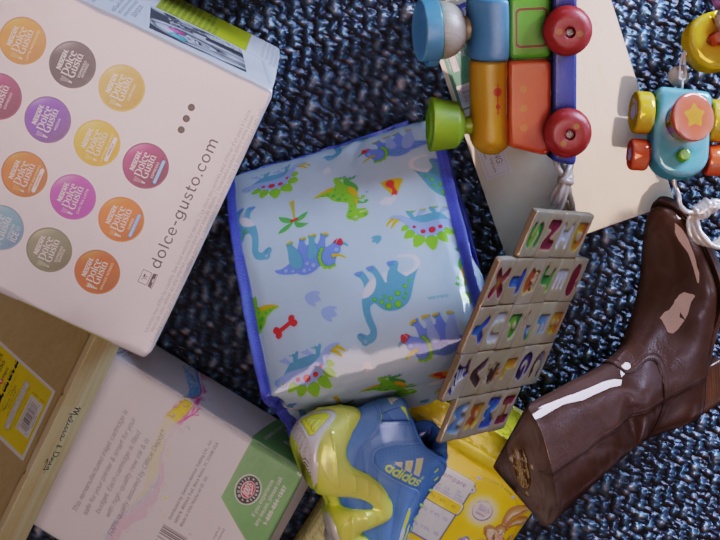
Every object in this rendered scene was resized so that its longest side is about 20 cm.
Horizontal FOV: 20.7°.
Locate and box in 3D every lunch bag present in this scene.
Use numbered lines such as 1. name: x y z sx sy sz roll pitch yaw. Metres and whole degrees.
1. lunch bag: 0.000 0.000 1.401 0.169 0.128 0.201 -16 67 4

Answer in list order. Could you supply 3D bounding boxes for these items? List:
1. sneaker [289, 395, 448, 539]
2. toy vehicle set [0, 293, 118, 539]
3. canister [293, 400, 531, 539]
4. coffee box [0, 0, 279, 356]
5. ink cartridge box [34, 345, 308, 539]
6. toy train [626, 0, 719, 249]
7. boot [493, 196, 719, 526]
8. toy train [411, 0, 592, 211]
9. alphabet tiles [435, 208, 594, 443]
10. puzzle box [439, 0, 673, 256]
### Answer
1. sneaker: 0.023 0.168 1.382 0.105 0.076 0.201 -23 131 -6
2. toy vehicle set: -0.248 0.089 1.407 0.026 0.124 0.201 14 107 -49
3. canister: 0.044 0.183 1.481 0.148 0.087 0.201 30 104 -9
4. coffee box: -0.184 -0.092 1.341 0.197 0.200 0.200 25 103 -7
5. ink cartridge box: -0.148 0.148 1.444 0.199 0.087 0.146 29 103 6
6. toy train: 0.282 -0.119 1.388 0.150 0.056 0.200 43 79 -1
7. boot: 0.173 0.066 1.405 0.199 0.064 0.187 -27 115 -29
8. toy train: 0.096 -0.097 1.371 0.115 0.085 0.201 -3 106 -7
9. alphabet tiles: 0.107 0.037 1.333 0.006 0.200 0.167 25 100 20
10. puzzle box: 0.137 -0.121 1.428 0.132 0.025 0.201 -18 105 4
